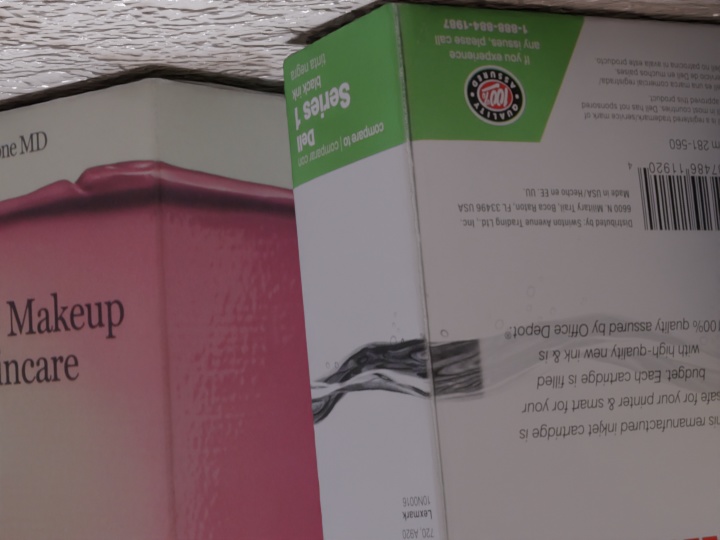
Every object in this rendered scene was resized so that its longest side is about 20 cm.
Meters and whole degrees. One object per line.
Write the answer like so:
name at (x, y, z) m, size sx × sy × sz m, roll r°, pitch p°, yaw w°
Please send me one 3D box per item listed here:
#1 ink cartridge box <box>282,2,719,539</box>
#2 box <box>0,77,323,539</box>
ink cartridge box at (0.059, 0.021, 0.627) m, size 0.145 × 0.202 × 0.084 m, roll 0°, pitch 172°, yaw -31°
box at (-0.081, 0.036, 0.729) m, size 0.127 × 0.202 × 0.109 m, roll -7°, pitch 174°, yaw 40°
